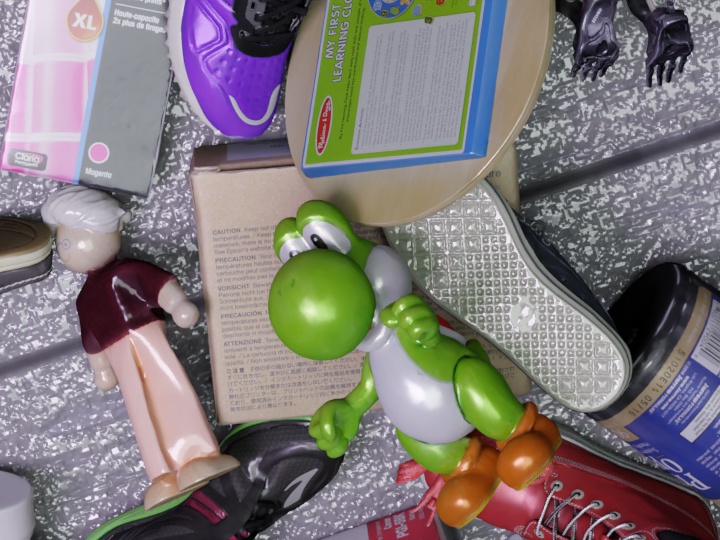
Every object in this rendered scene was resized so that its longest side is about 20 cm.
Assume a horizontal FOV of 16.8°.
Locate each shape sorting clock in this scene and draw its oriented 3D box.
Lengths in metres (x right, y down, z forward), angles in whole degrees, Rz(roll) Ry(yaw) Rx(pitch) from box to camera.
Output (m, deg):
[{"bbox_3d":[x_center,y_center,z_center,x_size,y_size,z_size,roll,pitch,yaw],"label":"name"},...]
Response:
[{"bbox_3d":[0.032,-0.121,1.402,0.039,0.200,0.200,24,107,-48],"label":"shape sorting clock"}]

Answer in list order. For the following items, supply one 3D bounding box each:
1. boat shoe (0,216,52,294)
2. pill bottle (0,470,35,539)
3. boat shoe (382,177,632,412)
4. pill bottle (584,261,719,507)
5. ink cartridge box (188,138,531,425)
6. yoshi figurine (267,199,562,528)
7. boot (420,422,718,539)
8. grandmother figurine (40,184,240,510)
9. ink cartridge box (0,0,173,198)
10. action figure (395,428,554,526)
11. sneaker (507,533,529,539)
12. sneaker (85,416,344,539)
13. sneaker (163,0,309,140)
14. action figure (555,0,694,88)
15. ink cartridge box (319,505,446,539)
[{"bbox_3d":[-0.279,0.019,1.500,0.199,0.072,0.066,-13,113,6],"label":"boat shoe"},{"bbox_3d":[-0.244,0.233,1.536,0.112,0.113,0.202,0,106,-3],"label":"pill bottle"},{"bbox_3d":[0.083,0.002,1.444,0.200,0.062,0.075,45,102,1],"label":"boat shoe"},{"bbox_3d":[0.241,0.092,1.527,0.199,0.112,0.112,35,101,-11],"label":"pill bottle"},{"bbox_3d":[0.000,0.000,1.505,0.198,0.075,0.166,-5,105,-2],"label":"ink cartridge box"},{"bbox_3d":[0.015,0.054,1.370,0.112,0.112,0.200,-42,95,-7],"label":"yoshi figurine"},{"bbox_3d":[0.136,0.156,1.523,0.199,0.144,0.073,16,106,-7],"label":"boot"},{"bbox_3d":[-0.139,0.039,1.488,0.121,0.060,0.201,-30,81,39],"label":"grandmother figurine"},{"bbox_3d":[-0.155,-0.150,1.472,0.094,0.037,0.201,10,101,-7],"label":"ink cartridge box"},{"bbox_3d":[0.022,0.087,1.459,0.199,0.065,0.099,33,92,-11],"label":"action figure"},{"bbox_3d":[0.130,0.249,1.523,0.079,0.201,0.079,21,126,-16],"label":"sneaker"},{"bbox_3d":[-0.087,0.164,1.535,0.200,0.084,0.077,-37,127,11],"label":"sneaker"},{"bbox_3d":[-0.057,-0.172,1.423,0.069,0.099,0.202,-13,107,-43],"label":"sneaker"},{"bbox_3d":[0.116,-0.196,1.436,0.118,0.201,0.102,-7,147,-26],"label":"action figure"},{"bbox_3d":[-0.021,0.255,1.571,0.199,0.083,0.148,-19,106,1],"label":"ink cartridge box"}]
